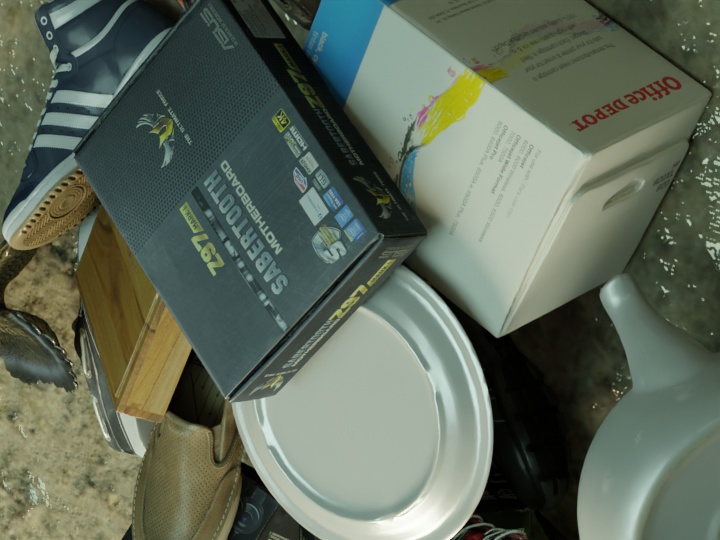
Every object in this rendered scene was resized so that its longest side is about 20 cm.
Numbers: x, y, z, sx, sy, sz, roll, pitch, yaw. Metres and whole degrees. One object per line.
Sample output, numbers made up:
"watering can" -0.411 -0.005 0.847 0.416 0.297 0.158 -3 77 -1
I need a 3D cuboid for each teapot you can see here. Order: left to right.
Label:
"teapot" 0.210 0.133 1.388 0.201 0.197 0.146 -67 23 10

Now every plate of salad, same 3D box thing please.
"plate of salad" 0.002 0.079 1.413 0.199 0.048 0.201 12 112 33

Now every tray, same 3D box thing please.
"tray" -0.151 0.009 1.572 0.099 0.037 0.200 -66 23 19

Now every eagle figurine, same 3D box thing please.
"eagle figurine" -0.281 0.021 1.757 0.199 0.151 0.152 -14 119 28

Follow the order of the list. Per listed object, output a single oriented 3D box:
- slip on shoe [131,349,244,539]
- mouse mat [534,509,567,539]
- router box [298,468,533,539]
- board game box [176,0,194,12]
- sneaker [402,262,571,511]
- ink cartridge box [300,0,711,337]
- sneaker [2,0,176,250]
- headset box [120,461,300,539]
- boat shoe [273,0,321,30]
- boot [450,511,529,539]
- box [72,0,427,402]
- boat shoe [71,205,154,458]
"slip on shoe" -0.108 0.108 1.524 0.076 0.061 0.201 21 88 25
"mouse mat" 0.179 0.231 1.416 0.008 0.200 0.161 -44 109 4
"router box" 0.033 0.235 1.572 0.062 0.149 0.201 -114 25 -63
"board game box" -0.099 -0.290 1.464 0.200 0.165 0.057 55 176 8
"sneaker" 0.072 0.072 1.518 0.079 0.075 0.201 -32 76 24
"ink cartridge box" 0.077 -0.088 1.404 0.200 0.147 0.145 39 128 22
"sneaker" -0.209 -0.117 1.651 0.108 0.070 0.200 44 100 18
"headset box" -0.101 0.226 1.620 0.093 0.174 0.201 31 88 26
"boat shoe" -0.083 -0.238 1.527 0.200 0.073 0.065 47 126 15
"boot" 0.060 0.158 1.430 0.200 0.072 0.144 52 159 12
"box" -0.071 -0.047 1.384 0.158 0.051 0.200 -46 66 31
"boat shoe" -0.186 0.046 1.736 0.068 0.072 0.201 3 115 39
